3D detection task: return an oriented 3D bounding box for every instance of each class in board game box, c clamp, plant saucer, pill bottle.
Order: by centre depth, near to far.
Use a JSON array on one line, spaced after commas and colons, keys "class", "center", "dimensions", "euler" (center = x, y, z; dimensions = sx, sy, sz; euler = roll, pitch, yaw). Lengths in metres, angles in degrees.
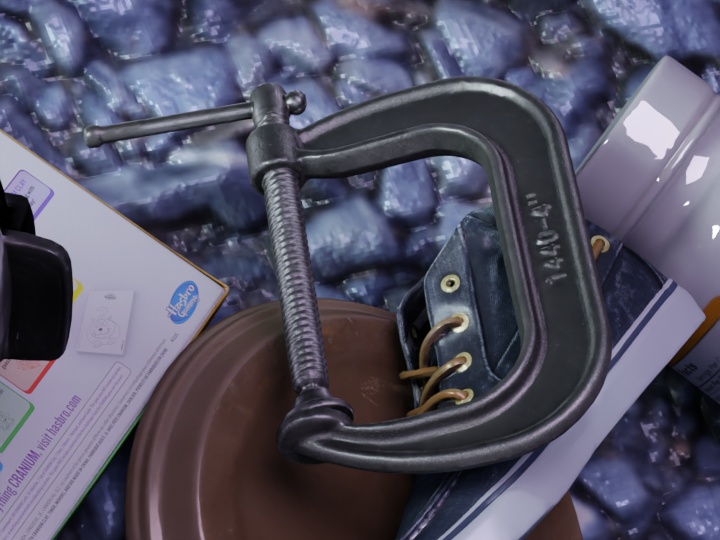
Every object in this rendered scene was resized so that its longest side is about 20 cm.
[{"class": "c clamp", "center": [0.000, 0.000, 1.069], "dimensions": [0.170, 0.027, 0.201], "euler": [-17, 49, 0]}, {"class": "board game box", "center": [-0.169, 0.009, 1.077], "dimensions": [0.200, 0.040, 0.153], "euler": [36, 55, -1]}, {"class": "plant saucer", "center": [0.007, 0.099, 1.084], "dimensions": [0.199, 0.029, 0.201], "euler": [17, 59, -29]}, {"class": "pill bottle", "center": [0.174, 0.008, 1.177], "dimensions": [0.200, 0.111, 0.111], "euler": [37, 55, 1]}]

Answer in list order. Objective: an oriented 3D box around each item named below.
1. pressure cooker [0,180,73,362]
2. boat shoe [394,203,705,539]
[{"class": "pressure cooker", "center": [-0.199, 0.016, 0.925], "dimensions": [0.176, 0.178, 0.200], "euler": [45, 28, -20]}, {"class": "boat shoe", "center": [0.039, 0.047, 1.076], "dimensions": [0.091, 0.071, 0.200], "euler": [41, 48, 3]}]
